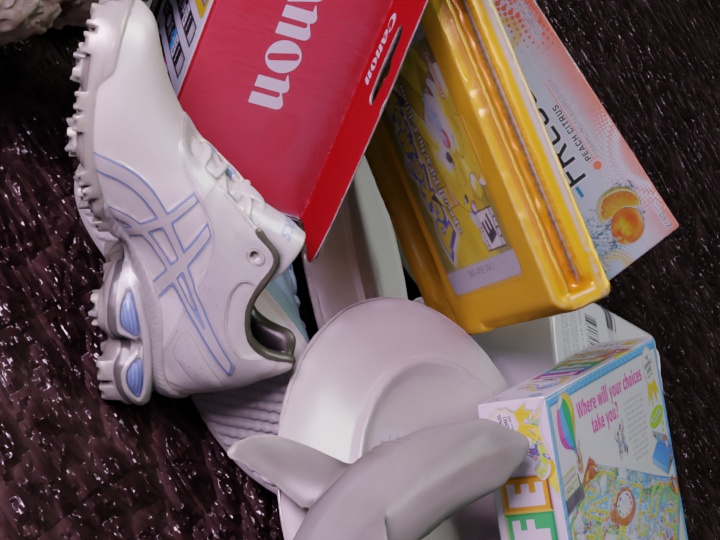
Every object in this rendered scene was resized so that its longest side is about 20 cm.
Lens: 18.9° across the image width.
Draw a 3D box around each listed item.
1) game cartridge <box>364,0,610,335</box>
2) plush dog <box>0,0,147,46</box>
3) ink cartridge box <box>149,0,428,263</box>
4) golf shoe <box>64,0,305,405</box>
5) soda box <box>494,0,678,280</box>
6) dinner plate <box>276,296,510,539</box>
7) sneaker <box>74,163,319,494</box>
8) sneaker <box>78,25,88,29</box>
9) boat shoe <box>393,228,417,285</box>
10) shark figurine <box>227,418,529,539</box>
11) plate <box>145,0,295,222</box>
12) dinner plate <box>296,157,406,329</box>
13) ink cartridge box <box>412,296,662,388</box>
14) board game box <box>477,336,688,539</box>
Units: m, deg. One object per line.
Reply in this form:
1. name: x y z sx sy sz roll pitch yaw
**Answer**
1. game cartridge: 0.042 -0.055 1.047 0.176 0.032 0.200 68 -17 0
2. plush dog: -0.147 -0.147 0.940 0.172 0.200 0.161 -9 98 -38
3. ink cartridge box: -0.032 -0.133 0.981 0.084 0.200 0.176 14 27 -18
4. golf shoe: -0.073 -0.033 0.936 0.078 0.097 0.200 -83 171 -54
5. soda box: 0.104 -0.088 1.289 0.200 0.068 0.064 55 -7 -15
6. dinner plate: 0.036 0.108 1.021 0.200 0.024 0.200 21 60 -43
7. sneaker: -0.051 0.014 1.039 0.082 0.074 0.200 -31 90 -48
8. sneaker: -0.121 -0.195 1.164 0.074 0.084 0.200 48 33 -11
9. boat shoe: 0.052 -0.043 1.270 0.200 0.069 0.074 49 53 -15
10. shark figurine: -0.005 0.149 0.910 0.128 0.089 0.215 22 77 -18
11. plate: -0.056 -0.103 1.276 0.200 0.032 0.200 33 33 -49
12. dinner plate: 0.000 0.000 1.166 0.200 0.024 0.200 -12 90 -78
13. ink cartridge box: 0.108 0.096 1.221 0.200 0.086 0.147 27 56 -65
14. board game box: 0.117 0.114 1.085 0.200 0.034 0.135 -15 97 -67
